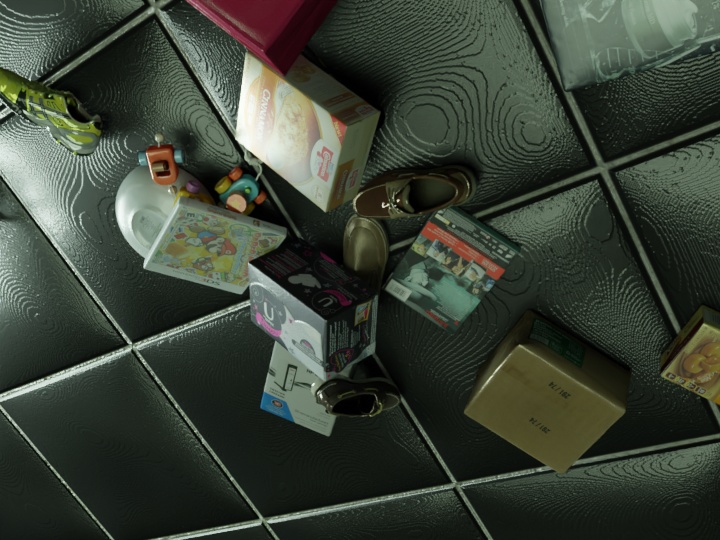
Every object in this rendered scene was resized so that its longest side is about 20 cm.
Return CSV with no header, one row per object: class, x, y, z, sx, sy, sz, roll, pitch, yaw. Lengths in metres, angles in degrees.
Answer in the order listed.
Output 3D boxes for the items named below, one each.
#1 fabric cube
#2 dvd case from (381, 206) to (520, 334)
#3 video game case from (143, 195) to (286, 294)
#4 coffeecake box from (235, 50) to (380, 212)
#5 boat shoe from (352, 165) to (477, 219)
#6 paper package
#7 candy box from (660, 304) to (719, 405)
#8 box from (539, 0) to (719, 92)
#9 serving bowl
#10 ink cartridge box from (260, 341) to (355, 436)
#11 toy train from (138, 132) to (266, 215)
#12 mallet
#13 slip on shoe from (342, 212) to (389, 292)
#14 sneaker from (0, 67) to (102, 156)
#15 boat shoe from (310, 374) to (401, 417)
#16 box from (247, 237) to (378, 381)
fabric cube,-0.122,-0.388,0.961,0.196,0.200,0.200,38,95,-3
dvd case,0.140,-0.002,1.256,0.146,0.022,0.200,32,126,0
video game case,-0.246,-0.036,1.317,0.182,0.023,0.200,16,142,-24
coffeecake box,-0.081,-0.207,1.130,0.200,0.073,0.154,39,137,22
boat shoe,0.070,-0.114,1.170,0.200,0.072,0.076,-12,100,30
paper package,0.299,0.196,1.268,0.200,0.104,0.191,32,125,1
candy box,0.562,0.147,1.160,0.200,0.055,0.116,26,127,5
box,0.312,-0.340,0.912,0.196,0.124,0.200,-12,116,25
serving bowl,-0.344,-0.084,1.369,0.199,0.066,0.201,10,123,16
ink cartridge box,-0.088,0.182,1.423,0.146,0.084,0.200,21,127,8
toy train,-0.249,-0.142,1.258,0.199,0.056,0.151,-1,122,-2
mallet,-0.044,-0.272,1.129,0.041,0.066,0.200,-41,100,24
slip on shoe,0.000,0.000,1.287,0.076,0.061,0.200,16,125,12
sneaker,-0.518,-0.280,1.318,0.200,0.075,0.076,35,120,-15
boat shoe,0.003,0.223,1.360,0.072,0.200,0.060,-53,48,18
box,-0.080,0.061,1.273,0.200,0.115,0.132,35,136,36
